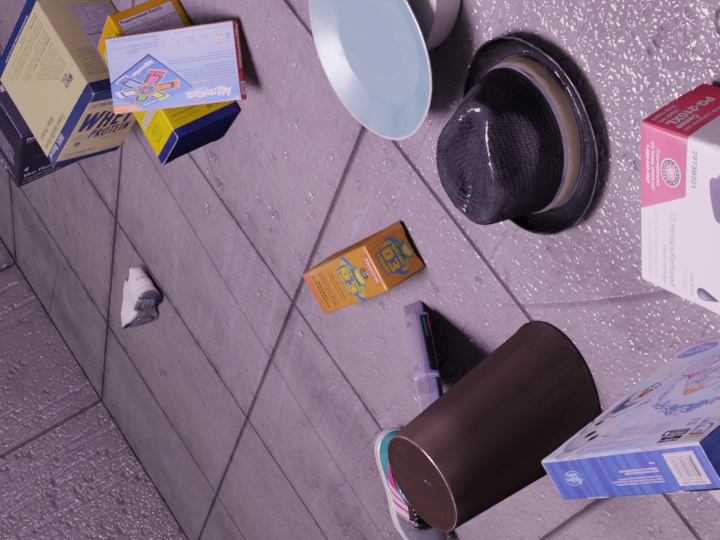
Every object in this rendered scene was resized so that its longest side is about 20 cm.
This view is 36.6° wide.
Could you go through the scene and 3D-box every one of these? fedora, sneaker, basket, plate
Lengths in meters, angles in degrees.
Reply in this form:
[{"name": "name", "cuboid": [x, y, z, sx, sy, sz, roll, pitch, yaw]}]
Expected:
[{"name": "fedora", "cuboid": [0.131, -0.111, 1.020, 0.200, 0.091, 0.202, 41, 147, 34]}, {"name": "sneaker", "cuboid": [-0.462, 0.058, 2.268, 0.088, 0.074, 0.200, 66, 149, 17]}, {"name": "basket", "cuboid": [0.138, 0.177, 1.164, 0.136, 0.199, 0.182, 34, 144, 42]}, {"name": "sneaker", "cuboid": [0.091, 0.321, 1.519, 0.202, 0.083, 0.121, 68, 162, -10]}, {"name": "plate", "cuboid": [0.014, -0.231, 1.109, 0.200, 0.025, 0.202, 42, 148, 34]}]

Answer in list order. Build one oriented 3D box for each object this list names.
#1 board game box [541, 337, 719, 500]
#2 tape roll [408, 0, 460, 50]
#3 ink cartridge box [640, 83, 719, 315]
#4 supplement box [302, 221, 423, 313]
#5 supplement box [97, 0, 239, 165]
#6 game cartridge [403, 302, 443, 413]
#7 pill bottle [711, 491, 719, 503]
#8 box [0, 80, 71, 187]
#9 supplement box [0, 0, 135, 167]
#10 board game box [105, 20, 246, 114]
[{"name": "board game box", "cuboid": [0.273, 0.109, 0.864, 0.044, 0.198, 0.200, 59, 154, -1]}, {"name": "tape roll", "cuboid": [0.022, -0.311, 1.087, 0.203, 0.037, 0.204, 42, 148, 35]}, {"name": "ink cartridge box", "cuboid": [0.307, -0.034, 0.795, 0.199, 0.084, 0.146, 31, 141, 46]}, {"name": "supplement box", "cuboid": [0.000, 0.000, 1.387, 0.067, 0.068, 0.200, 60, 151, -3]}, {"name": "supplement box", "cuboid": [-0.278, -0.276, 1.568, 0.202, 0.108, 0.109, 61, 153, 3]}, {"name": "game cartridge", "cuboid": [0.083, 0.139, 1.303, 0.201, 0.038, 0.131, -96, -2, -61]}, {"name": "pill bottle", "cuboid": [0.383, 0.195, 0.846, 0.200, 0.112, 0.113, 41, 147, 35]}, {"name": "box", "cuboid": [-0.555, -0.274, 1.958, 0.118, 0.195, 0.200, 55, 152, 9]}, {"name": "supplement box", "cuboid": [-0.461, -0.317, 1.767, 0.201, 0.134, 0.200, 56, 135, 10]}, {"name": "board game box", "cuboid": [-0.250, -0.272, 1.466, 0.197, 0.019, 0.105, -2, 98, 21]}]
